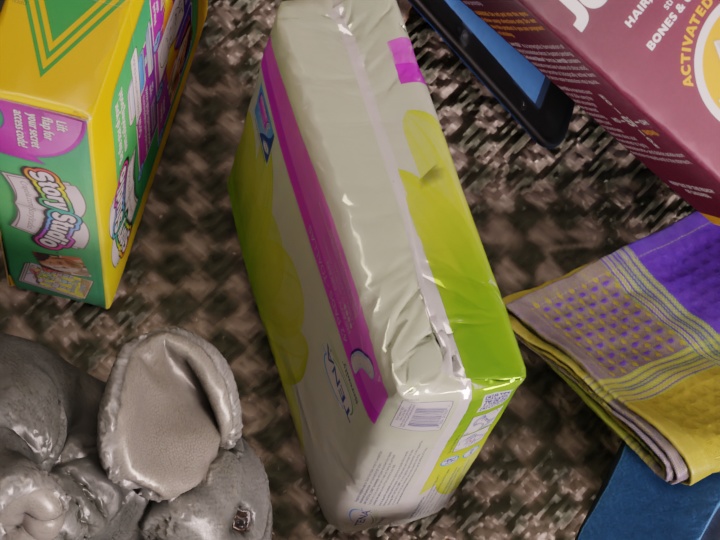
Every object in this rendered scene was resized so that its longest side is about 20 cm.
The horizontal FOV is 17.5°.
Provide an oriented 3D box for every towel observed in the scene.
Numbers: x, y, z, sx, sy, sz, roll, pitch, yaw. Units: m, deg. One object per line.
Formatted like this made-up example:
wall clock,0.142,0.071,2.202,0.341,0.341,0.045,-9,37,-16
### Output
towel,0.175,0.022,1.100,0.199,0.023,0.144,-22,45,-27

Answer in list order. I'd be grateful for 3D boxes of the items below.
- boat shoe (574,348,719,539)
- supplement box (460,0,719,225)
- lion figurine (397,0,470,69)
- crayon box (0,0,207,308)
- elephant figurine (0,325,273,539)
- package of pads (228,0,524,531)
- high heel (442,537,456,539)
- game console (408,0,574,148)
boat shoe,0.140,0.106,1.071,0.084,0.069,0.200,30,48,23
supplement box,0.142,-0.120,1.076,0.200,0.086,0.111,39,85,-16
lion figurine,-0.004,-0.182,1.206,0.199,0.073,0.123,36,37,1
crayon box,-0.119,-0.102,1.074,0.058,0.200,0.174,15,66,3
elephant figurine,-0.102,0.093,1.037,0.198,0.157,0.141,-3,21,-28
package of pads,0.000,0.000,1.057,0.068,0.155,0.201,-9,64,-17
high heel,0.020,0.216,1.002,0.095,0.067,0.201,25,69,18
game console,0.103,-0.187,1.133,0.170,0.200,0.119,-31,45,18
